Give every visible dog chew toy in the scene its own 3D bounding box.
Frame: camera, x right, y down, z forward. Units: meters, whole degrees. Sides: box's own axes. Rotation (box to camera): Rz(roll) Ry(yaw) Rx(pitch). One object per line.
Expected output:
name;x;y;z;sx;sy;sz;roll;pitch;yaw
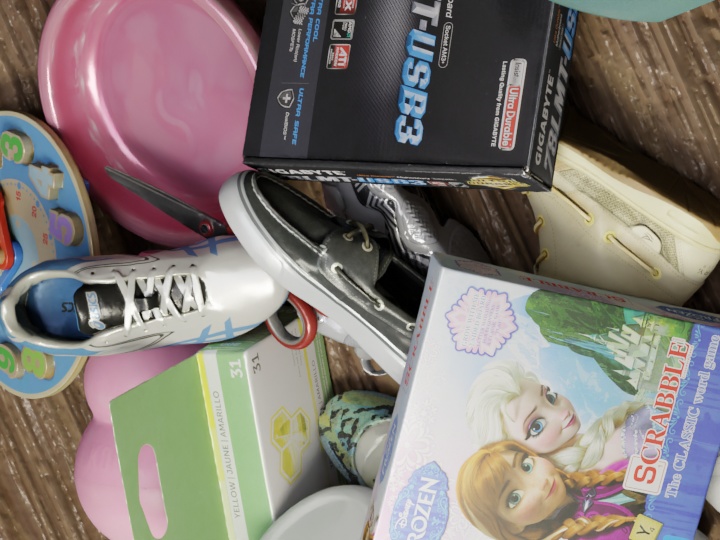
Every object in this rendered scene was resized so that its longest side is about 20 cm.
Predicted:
dog chew toy;-0.135;0.087;1.820;0.124;0.124;0.201;3;99;26

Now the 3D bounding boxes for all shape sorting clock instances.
shape sorting clock;-0.238;-0.011;1.853;0.200;0.039;0.201;14;107;54

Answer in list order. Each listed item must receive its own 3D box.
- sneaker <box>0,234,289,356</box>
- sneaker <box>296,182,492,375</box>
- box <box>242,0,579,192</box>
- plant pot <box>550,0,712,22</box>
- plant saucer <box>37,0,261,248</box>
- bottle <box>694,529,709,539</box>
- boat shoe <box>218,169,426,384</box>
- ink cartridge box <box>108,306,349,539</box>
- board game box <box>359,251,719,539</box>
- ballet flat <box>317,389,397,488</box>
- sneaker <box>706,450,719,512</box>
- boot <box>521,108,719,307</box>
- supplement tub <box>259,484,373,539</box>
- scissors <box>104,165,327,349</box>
sneaker;-0.140;0.021;1.731;0.199;0.072;0.072;-8;100;16
sneaker;-0.005;-0.028;1.740;0.115;0.075;0.200;-35;91;29
box;0.036;-0.152;1.650;0.198;0.050;0.201;4;79;28
plant pot;0.150;-0.229;1.520;0.141;0.200;0.142;-20;60;29
plant saucer;-0.123;-0.115;1.774;0.200;0.051;0.201;17;122;29
bottle;0.132;0.130;1.722;0.200;0.065;0.084;39;120;12
boat shoe;0.000;0.000;1.670;0.200;0.069;0.057;42;120;-12
ink cartridge box;-0.081;0.120;1.751;0.048;0.200;0.146;-2;105;28
board game box;0.116;0.107;1.630;0.199;0.041;0.201;12;102;-9
ballet flat;0.054;0.147;1.762;0.200;0.074;0.074;37;118;8
sneaker;0.274;0.078;1.634;0.081;0.076;0.200;48;119;18
boot;0.118;-0.016;1.681;0.200;0.073;0.156;30;112;9
supplement tub;0.021;0.244;1.745;0.122;0.123;0.200;-15;129;30
scissors;-0.087;-0.028;1.751;0.200;0.014;0.073;44;128;18
